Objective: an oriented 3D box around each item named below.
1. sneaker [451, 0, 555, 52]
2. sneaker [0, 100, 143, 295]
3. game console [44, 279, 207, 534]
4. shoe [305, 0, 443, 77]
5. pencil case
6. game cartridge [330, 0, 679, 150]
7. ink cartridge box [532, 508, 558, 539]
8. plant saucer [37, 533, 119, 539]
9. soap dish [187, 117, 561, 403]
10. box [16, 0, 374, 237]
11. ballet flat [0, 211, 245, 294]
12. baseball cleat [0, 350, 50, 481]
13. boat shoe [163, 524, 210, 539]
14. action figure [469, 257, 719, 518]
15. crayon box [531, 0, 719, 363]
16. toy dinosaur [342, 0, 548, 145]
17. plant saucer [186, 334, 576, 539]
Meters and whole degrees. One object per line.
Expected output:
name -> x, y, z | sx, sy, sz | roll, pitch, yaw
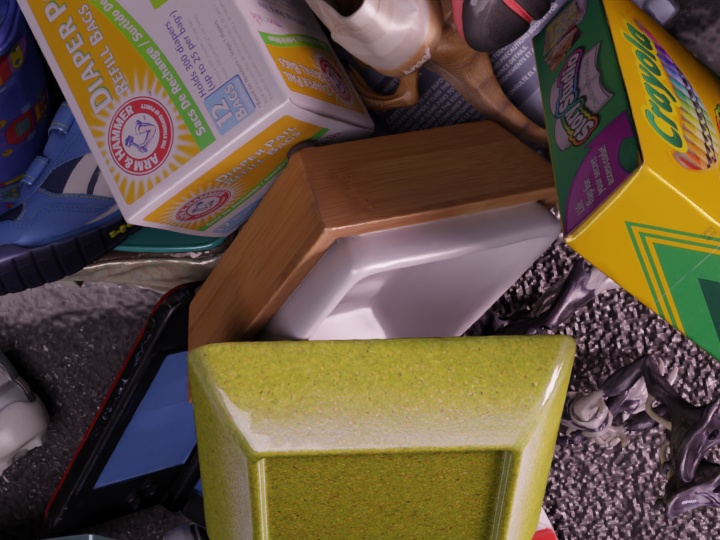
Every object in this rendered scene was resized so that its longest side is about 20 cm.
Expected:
sneaker -> 0.064, -0.205, 0.799 | 0.086, 0.074, 0.202 | 5, 76, 27
sneaker -> -0.159, -0.057, 0.911 | 0.199, 0.074, 0.083 | -35, 84, -17
game console -> -0.073, 0.111, 0.973 | 0.119, 0.172, 0.201 | 44, 119, 24
shoe -> -0.016, -0.184, 0.804 | 0.070, 0.053, 0.201 | -47, 50, 27
pencil case -> -0.221, -0.106, 0.885 | 0.086, 0.078, 0.200 | 33, 159, 10
game cartridge -> 0.064, -0.126, 0.880 | 0.133, 0.041, 0.200 | 43, 116, -9
ink cartridge box -> 0.036, 0.172, 0.970 | 0.159, 0.050, 0.201 | -18, 119, 16
plant saucer -> -0.211, 0.197, 1.037 | 0.199, 0.019, 0.070 | -16, 151, 43
soap dish -> 0.000, 0.000, 0.845 | 0.200, 0.156, 0.082 | -49, 60, 51
box -> -0.097, -0.131, 0.811 | 0.112, 0.101, 0.201 | -34, 74, 19
ballet flat -> -0.162, -0.011, 0.975 | 0.198, 0.068, 0.063 | 6, 142, 15
baseball cleat -> -0.304, 0.121, 1.072 | 0.199, 0.070, 0.107 | -33, 94, 15
boat shoe -> -0.070, 0.206, 1.001 | 0.070, 0.073, 0.200 | -23, 149, 1
action figure -> 0.140, 0.058, 0.900 | 0.199, 0.102, 0.119 | 32, 158, 42
crayon box -> 0.170, -0.039, 0.773 | 0.172, 0.201, 0.058 | 36, 118, -21
toy dinosaur -> 0.045, -0.121, 0.835 | 0.105, 0.060, 0.201 | -25, 104, 21
plant saucer -> 0.010, 0.114, 0.840 | 0.197, 0.048, 0.201 | -1, 141, -2
